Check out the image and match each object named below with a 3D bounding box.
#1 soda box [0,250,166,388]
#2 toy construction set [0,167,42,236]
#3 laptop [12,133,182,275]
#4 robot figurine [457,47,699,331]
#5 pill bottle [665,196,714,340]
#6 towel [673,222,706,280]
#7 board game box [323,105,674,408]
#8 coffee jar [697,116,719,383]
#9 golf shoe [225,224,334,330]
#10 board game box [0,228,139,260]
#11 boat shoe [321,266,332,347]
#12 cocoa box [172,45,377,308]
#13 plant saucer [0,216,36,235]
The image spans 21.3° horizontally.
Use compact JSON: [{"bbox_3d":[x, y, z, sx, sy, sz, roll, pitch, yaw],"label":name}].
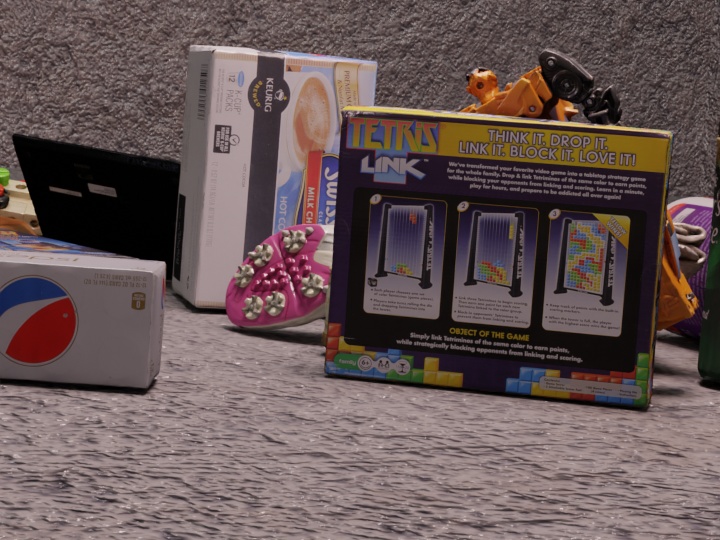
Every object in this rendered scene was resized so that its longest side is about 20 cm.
[{"bbox_3d":[-0.212,0.023,1.077,0.200,0.068,0.064,4,5,1],"label":"soda box"},{"bbox_3d":[-0.311,-0.068,1.848,0.200,0.092,0.131,-3,30,3],"label":"toy construction set"},{"bbox_3d":[-0.184,-0.055,1.674,0.177,0.200,0.103,10,45,23],"label":"laptop"},{"bbox_3d":[0.122,-0.040,1.209,0.145,0.200,0.058,-28,2,21],"label":"robot figurine"},{"bbox_3d":[0.301,0.007,1.423,0.111,0.112,0.200,2,6,-26],"label":"pill bottle"},{"bbox_3d":[0.150,0.007,1.344,0.132,0.035,0.200,9,-21,-8],"label":"towel"},{"bbox_3d":[0.083,-0.011,1.158,0.200,0.165,0.057,6,6,12],"label":"board game box"},{"bbox_3d":[0.274,-0.024,1.258,0.085,0.200,0.104,7,5,22],"label":"coffee jar"},{"bbox_3d":[0.000,0.000,1.335,0.200,0.075,0.092,-24,-34,24],"label":"golf shoe"},{"bbox_3d":[-0.265,0.008,1.241,0.200,0.062,0.200,2,5,-21],"label":"board game box"},{"bbox_3d":[0.072,0.027,1.284,0.201,0.063,0.073,3,6,-17],"label":"boat shoe"},{"bbox_3d":[-0.069,-0.072,1.497,0.131,0.200,0.133,3,6,-14],"label":"cocoa box"},{"bbox_3d":[-0.375,-0.030,1.686,0.200,0.037,0.200,5,6,0],"label":"plant saucer"}]
